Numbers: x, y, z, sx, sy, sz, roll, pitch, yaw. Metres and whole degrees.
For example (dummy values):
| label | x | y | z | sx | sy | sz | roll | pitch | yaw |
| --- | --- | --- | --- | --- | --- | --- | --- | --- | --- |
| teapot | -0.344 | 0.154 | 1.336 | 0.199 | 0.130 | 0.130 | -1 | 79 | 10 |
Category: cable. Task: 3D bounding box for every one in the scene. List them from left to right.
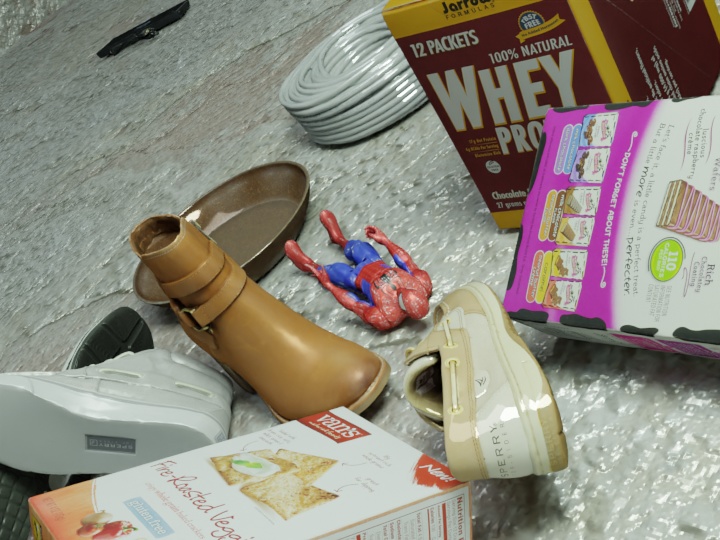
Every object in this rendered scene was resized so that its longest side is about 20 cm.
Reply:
| label | x | y | z | sx | sy | sz | roll | pitch | yaw |
| --- | --- | --- | --- | --- | --- | --- | --- | --- | --- |
| cable | 0.012 | -0.213 | 1.105 | 0.200 | 0.069 | 0.200 | -9 | 39 | 41 |

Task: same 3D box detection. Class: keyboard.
| label | x | y | z | sx | sy | sz | roll | pitch | yaw |
| --- | --- | --- | --- | --- | --- | --- | --- | --- | --- |
| keyboard | -0.405 | -0.435 | 1.938 | 0.200 | 0.021 | 0.127 | -20 | 26 | 28 |

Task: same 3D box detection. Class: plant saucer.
| label | x | y | z | sx | sy | sz | roll | pitch | yaw |
| --- | --- | --- | --- | --- | --- | --- | --- | --- | --- |
| plant saucer | -0.125 | -0.028 | 1.002 | 0.200 | 0.037 | 0.201 | -27 | 29 | 16 |

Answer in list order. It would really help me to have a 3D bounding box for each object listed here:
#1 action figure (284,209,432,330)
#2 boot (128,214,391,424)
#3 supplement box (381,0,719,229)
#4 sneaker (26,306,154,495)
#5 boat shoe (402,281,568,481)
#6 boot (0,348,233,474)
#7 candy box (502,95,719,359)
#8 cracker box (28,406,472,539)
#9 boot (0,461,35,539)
| label | x | y | z | sx | sy | sz | roll | pitch | yaw |
| --- | --- | --- | --- | --- | --- | --- | --- | --- | --- |
| action figure | 0.000 | 0.000 | 0.819 | 0.065 | 0.052 | 0.200 | -37 | 31 | -12 |
| boot | -0.080 | 0.031 | 0.739 | 0.200 | 0.155 | 0.074 | 5 | 47 | 50 |
| supplement box | 0.150 | -0.172 | 0.758 | 0.133 | 0.197 | 0.200 | -5 | 40 | 41 |
| sneaker | -0.259 | 0.114 | 0.887 | 0.115 | 0.076 | 0.201 | -12 | 38 | 33 |
| boat shoe | 0.058 | 0.059 | 0.602 | 0.069 | 0.074 | 0.200 | -15 | 15 | -2 |
| boot | -0.193 | 0.098 | 0.778 | 0.199 | 0.074 | 0.096 | 12 | 26 | -4 |
| candy box | 0.183 | -0.023 | 0.584 | 0.200 | 0.061 | 0.137 | 6 | 79 | 51 |
| cracker box | -0.058 | 0.139 | 0.558 | 0.200 | 0.058 | 0.134 | -12 | 16 | -30 |
| boot | -0.316 | 0.222 | 0.756 | 0.130 | 0.068 | 0.200 | -12 | 54 | 34 |
